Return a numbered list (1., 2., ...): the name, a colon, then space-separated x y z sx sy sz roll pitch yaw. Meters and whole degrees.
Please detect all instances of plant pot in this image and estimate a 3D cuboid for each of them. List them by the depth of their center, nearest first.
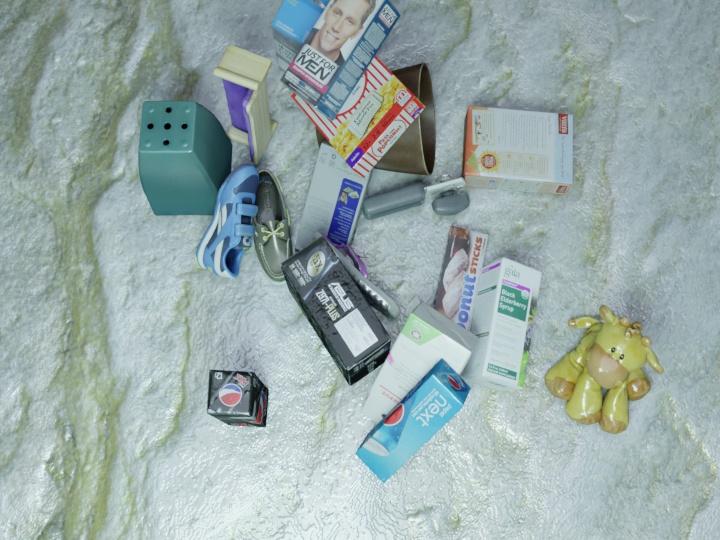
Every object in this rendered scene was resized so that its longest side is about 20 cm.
1. plant pot: -0.306 -0.200 1.281 0.137 0.201 0.146 0 72 0
2. plant pot: 0.025 -0.259 1.327 0.194 0.187 0.193 -2 72 14

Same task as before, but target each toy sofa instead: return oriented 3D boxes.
1. toy sofa: -0.203 -0.283 1.307 0.081 0.201 0.099 21 68 6

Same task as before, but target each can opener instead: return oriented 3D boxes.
1. can opener: 0.100 -0.124 1.337 0.194 0.053 0.068 -12 74 -4

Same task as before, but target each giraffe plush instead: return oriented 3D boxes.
1. giraffe plush: 0.405 0.144 1.200 0.168 0.163 0.205 19 74 6

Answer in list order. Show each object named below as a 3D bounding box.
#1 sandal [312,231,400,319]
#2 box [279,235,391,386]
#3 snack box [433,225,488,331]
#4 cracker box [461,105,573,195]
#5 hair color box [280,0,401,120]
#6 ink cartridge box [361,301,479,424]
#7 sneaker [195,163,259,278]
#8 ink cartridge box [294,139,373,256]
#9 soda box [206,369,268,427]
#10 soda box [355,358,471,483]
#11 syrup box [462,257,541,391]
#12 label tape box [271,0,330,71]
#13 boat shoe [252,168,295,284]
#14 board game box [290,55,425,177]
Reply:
1. sandal: -0.002 0.001 1.286 0.203 0.082 0.050 45 75 -4
2. box: -0.038 0.070 1.220 0.085 0.164 0.202 -32 75 -9
3. snack box: 0.171 0.026 1.307 0.070 0.024 0.205 13 73 2
4. cracker box: 0.285 -0.218 1.364 0.194 0.058 0.138 5 74 2
5. hair color box: -0.034 -0.358 1.204 0.100 0.060 0.202 38 98 30
6. ink cartridge box: 0.093 0.170 1.213 0.115 0.067 0.203 31 113 9
7. sneaker: -0.210 -0.081 1.279 0.081 0.073 0.204 29 105 29
8. ink cartridge box: -0.046 -0.114 1.307 0.097 0.039 0.205 21 112 6
9. soda box: -0.186 0.201 1.160 0.069 0.200 0.065 3 74 1
10. soda box: 0.080 0.235 1.164 0.068 0.064 0.201 42 115 4
11. syrup box: 0.236 0.090 1.250 0.077 0.081 0.205 18 74 -15
12. label tape box: -0.086 -0.407 1.343 0.142 0.201 0.064 34 74 10
13. boat shoe: -0.158 -0.079 1.317 0.070 0.060 0.207 -10 73 -3
14. board game box: -0.008 -0.278 1.233 0.152 0.046 0.201 -47 60 12
